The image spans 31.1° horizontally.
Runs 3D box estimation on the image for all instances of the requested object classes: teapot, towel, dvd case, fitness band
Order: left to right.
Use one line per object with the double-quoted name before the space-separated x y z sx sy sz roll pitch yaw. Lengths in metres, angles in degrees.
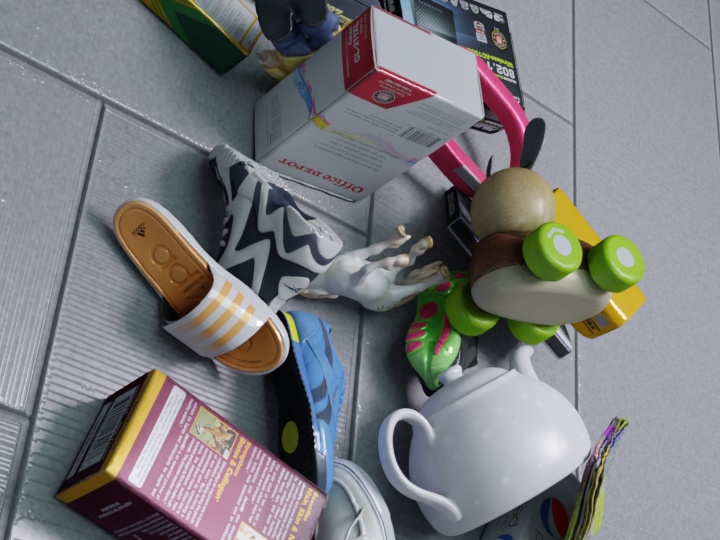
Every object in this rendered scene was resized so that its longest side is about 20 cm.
"fitness band" 0.129 -0.167 1.493 0.200 0.037 0.144 46 51 -26
"teapot" 0.119 0.163 1.286 0.146 0.197 0.200 60 -2 6
"dvd case" 0.166 -0.002 1.473 0.200 0.025 0.150 50 13 -12
"towel" 0.239 0.235 1.322 0.200 0.023 0.144 -20 124 -70

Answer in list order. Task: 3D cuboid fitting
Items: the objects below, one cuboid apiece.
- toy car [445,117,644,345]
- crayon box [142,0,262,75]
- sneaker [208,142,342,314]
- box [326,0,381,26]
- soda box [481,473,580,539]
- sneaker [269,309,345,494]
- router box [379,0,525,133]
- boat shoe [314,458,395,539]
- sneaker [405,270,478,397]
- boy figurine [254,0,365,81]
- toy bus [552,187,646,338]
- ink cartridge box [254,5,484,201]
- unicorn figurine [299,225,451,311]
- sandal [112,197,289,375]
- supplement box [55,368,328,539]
"toy car" 0.175 -0.049 1.336 0.158 0.164 0.200 9 60 -31
"crayon box" -0.179 -0.317 1.344 0.200 0.052 0.126 43 46 -19
"sneaker" -0.114 -0.029 1.245 0.199 0.130 0.079 43 10 33
"box" -0.068 -0.362 1.423 0.158 0.051 0.200 17 45 -50
"soda box" 0.169 0.289 1.347 0.064 0.068 0.200 48 45 -15
"sneaker" -0.039 0.125 1.220 0.078 0.066 0.200 13 49 -33
"router box" 0.103 -0.261 1.570 0.200 0.062 0.150 9 65 -40
"boat shoe" -0.015 0.273 1.176 0.086 0.075 0.202 2 73 -61
"sneaker" 0.096 0.064 1.405 0.200 0.077 0.084 -55 144 -50
"boy figurine" -0.044 -0.238 1.357 0.200 0.124 0.064 40 28 -74
"toy bus" 0.222 -0.021 1.437 0.065 0.078 0.200 -41 95 -34
"ink cartridge box" 0.004 -0.165 1.331 0.146 0.200 0.083 18 55 -36
"unicorn figurine" 0.000 0.000 1.311 0.200 0.137 0.074 39 36 -42
"sandal" -0.157 0.025 1.170 0.207 0.079 0.059 45 25 -5
"supplement box" -0.139 0.192 1.097 0.200 0.086 0.110 40 47 -20
